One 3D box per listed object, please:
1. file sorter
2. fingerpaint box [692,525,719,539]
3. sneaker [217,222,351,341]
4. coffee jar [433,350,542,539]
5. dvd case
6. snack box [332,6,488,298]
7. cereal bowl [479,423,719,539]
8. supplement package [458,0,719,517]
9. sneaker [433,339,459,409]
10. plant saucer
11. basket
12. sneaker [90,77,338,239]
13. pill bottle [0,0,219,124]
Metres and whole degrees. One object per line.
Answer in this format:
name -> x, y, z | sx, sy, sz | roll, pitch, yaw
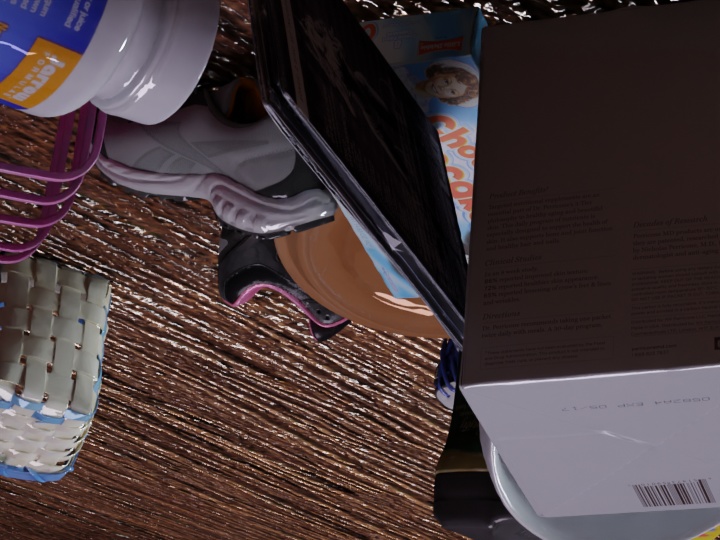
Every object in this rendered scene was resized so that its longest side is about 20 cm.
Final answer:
file sorter -> -0.212, -0.090, 1.274 | 0.139, 0.126, 0.200 | 12, 164, -13
fingerpaint box -> 0.216, 0.094, 1.599 | 0.073, 0.167, 0.200 | 10, 164, -1
sneaker -> 0.000, 0.000, 1.501 | 0.199, 0.096, 0.079 | 8, -179, 9
coffee jar -> 0.108, 0.084, 1.559 | 0.085, 0.201, 0.104 | -6, 158, 43
dvd case -> -0.001, -0.070, 1.112 | 0.016, 0.149, 0.200 | -24, 136, 15
snack box -> 0.039, -0.059, 1.282 | 0.116, 0.037, 0.200 | -6, 143, 22
cereal bowl -> 0.161, 0.068, 1.423 | 0.200, 0.200, 0.083 | 17, -155, -26
supplement package -> 0.144, -0.005, 1.154 | 0.151, 0.201, 0.151 | -5, 149, 18
sneaker -> 0.094, 0.069, 1.737 | 0.115, 0.081, 0.199 | -2, 162, 28
plant saucer -> 0.047, -0.021, 1.397 | 0.199, 0.032, 0.201 | 1, 142, 1
basket -> -0.275, 0.083, 1.841 | 0.139, 0.177, 0.200 | 15, 145, -18
sneaker -> -0.085, -0.077, 1.356 | 0.074, 0.080, 0.200 | -16, -157, -39
pill bottle -> -0.169, -0.137, 1.110 | 0.200, 0.112, 0.112 | 21, 161, -33
